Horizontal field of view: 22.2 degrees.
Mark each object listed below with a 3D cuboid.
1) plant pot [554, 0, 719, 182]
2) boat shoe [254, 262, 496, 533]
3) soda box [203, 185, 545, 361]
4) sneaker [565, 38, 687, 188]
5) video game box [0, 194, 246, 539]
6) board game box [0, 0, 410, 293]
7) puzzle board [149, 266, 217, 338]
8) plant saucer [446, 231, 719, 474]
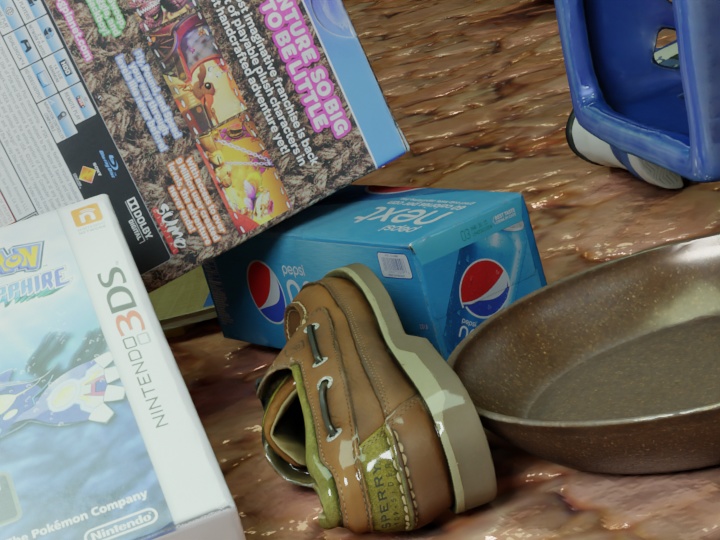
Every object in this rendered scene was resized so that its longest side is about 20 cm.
[{"bbox_3d":[0.188,-0.161,0.804,0.178,0.202,0.200,-11,14,-8],"label":"plant pot"},{"bbox_3d":[-0.011,0.048,0.734,0.067,0.073,0.200,-19,14,-11],"label":"boat shoe"},{"bbox_3d":[0.000,0.000,0.884,0.067,0.065,0.199,-25,18,-30],"label":"soda box"},{"bbox_3d":[0.192,-0.112,1.081,0.198,0.081,0.115,-27,20,-30],"label":"sneaker"},{"bbox_3d":[-0.163,0.070,0.708,0.198,0.047,0.183,-19,45,-11],"label":"video game box"},{"bbox_3d":[-0.105,-0.087,0.861,0.199,0.160,0.097,-28,18,-11],"label":"board game box"},{"bbox_3d":[-0.106,0.007,1.100,0.149,0.018,0.200,-14,16,6],"label":"puzzle board"},{"bbox_3d":[0.132,0.032,0.710,0.199,0.037,0.201,-15,16,4],"label":"plant saucer"}]
